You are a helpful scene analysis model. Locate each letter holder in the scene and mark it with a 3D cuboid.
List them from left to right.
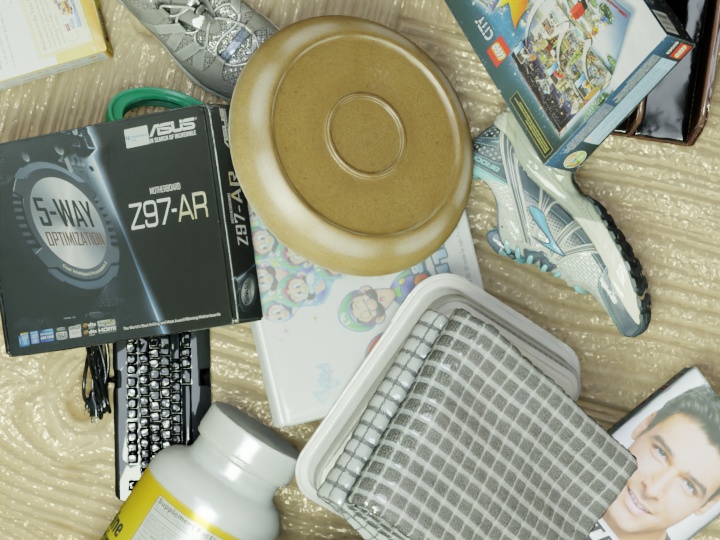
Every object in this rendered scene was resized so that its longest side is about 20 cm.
[{"bbox_3d":[0.221,-0.205,1.598,0.100,0.142,0.201,9,87,3],"label":"letter holder"}]

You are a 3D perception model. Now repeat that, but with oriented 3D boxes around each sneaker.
[{"bbox_3d":[-0.132,-0.194,1.642,0.199,0.082,0.075,35,89,4],"label":"sneaker"},{"bbox_3d":[0.148,-0.027,1.634,0.086,0.078,0.201,-35,79,12],"label":"sneaker"}]

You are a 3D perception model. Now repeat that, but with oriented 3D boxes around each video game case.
[{"bbox_3d":[0.000,0.000,1.598,0.181,0.024,0.201,-12,86,-18],"label":"video game case"}]

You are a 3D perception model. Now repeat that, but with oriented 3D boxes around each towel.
[{"bbox_3d":[0.088,0.145,1.496,0.200,0.085,0.166,40,67,-27],"label":"towel"}]

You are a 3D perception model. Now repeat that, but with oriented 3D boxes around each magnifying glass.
[{"bbox_3d":[-0.098,-0.100,1.649,0.199,0.080,0.022,14,127,-7],"label":"magnifying glass"}]

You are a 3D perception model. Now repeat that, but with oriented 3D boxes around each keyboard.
[{"bbox_3d":[-0.168,0.083,1.649,0.103,0.040,0.201,-2,86,2],"label":"keyboard"}]

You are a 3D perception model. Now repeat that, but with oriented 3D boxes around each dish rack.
[{"bbox_3d":[0.066,0.119,1.586,0.171,0.044,0.200,32,97,-30],"label":"dish rack"}]

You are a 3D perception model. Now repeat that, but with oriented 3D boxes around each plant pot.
[{"bbox_3d":[0.000,-0.096,1.573,0.199,0.027,0.201,7,72,-24],"label":"plant pot"}]

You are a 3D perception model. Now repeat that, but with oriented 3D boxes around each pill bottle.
[{"bbox_3d":[-0.129,0.202,1.596,0.112,0.112,0.201,34,93,4],"label":"pill bottle"}]

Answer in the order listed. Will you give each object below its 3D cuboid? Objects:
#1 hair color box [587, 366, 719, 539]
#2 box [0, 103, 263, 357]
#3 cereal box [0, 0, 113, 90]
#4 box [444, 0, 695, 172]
[{"bbox_3d":[0.203,0.172,1.617,0.200,0.061,0.099,-39,86,-1],"label":"hair color box"},{"bbox_3d":[-0.177,-0.028,1.579,0.199,0.043,0.161,-8,89,23],"label":"box"},{"bbox_3d":[-0.307,-0.209,1.672,0.199,0.040,0.145,-15,86,2],"label":"cereal box"},{"bbox_3d":[0.145,-0.192,1.581,0.137,0.038,0.201,-47,54,30],"label":"box"}]
